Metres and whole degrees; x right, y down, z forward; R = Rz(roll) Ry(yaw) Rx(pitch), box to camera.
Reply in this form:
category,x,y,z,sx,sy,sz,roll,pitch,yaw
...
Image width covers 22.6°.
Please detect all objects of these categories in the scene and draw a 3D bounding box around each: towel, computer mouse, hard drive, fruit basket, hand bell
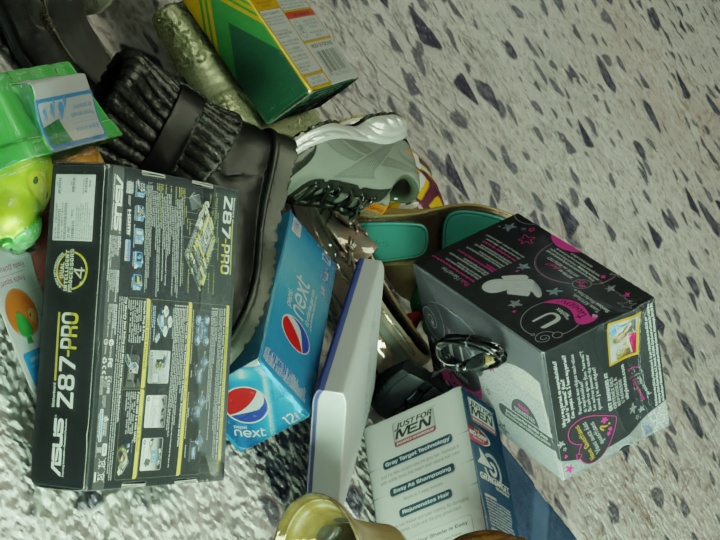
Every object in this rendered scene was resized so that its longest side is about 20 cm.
category,x,y,z,sx,sy,sz,roll,pitch,yaw
towel,-0.096,-0.162,1.515,0.149,0.036,0.200,61,22,6
computer mouse,0.059,0.093,1.469,0.059,0.200,0.034,36,62,-9
towel,0.136,0.231,1.614,0.200,0.048,0.112,53,24,-20
hard drive,-0.011,0.096,1.399,0.200,0.025,0.132,-73,169,-60
fruit basket,-0.197,-0.035,1.175,0.201,0.094,0.185,64,23,0
hand bell,0.045,0.208,1.296,0.199,0.104,0.104,3,58,-40

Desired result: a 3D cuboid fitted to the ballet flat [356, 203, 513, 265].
category,x,y,z,sx,sy,sz,roll,pitch,yaw
ballet flat,0.063,-0.034,1.631,0.063,0.199,0.069,-128,-136,-69

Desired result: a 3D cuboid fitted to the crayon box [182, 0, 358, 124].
category,x,y,z,sx,sy,sz,roll,pitch,yaw
crayon box,-0.093,-0.222,1.484,0.200,0.052,0.126,57,21,1

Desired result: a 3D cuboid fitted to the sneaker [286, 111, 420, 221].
category,x,y,z,sx,sy,sz,roll,pitch,yaw
sneaker,-0.018,-0.078,1.479,0.200,0.074,0.080,-16,78,-47

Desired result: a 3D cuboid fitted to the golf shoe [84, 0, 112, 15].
category,x,y,z,sx,sy,sz,roll,pitch,yaw
golf shoe,-0.199,-0.261,1.460,0.097,0.078,0.200,49,26,-40

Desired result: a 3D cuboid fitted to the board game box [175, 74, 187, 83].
category,x,y,z,sx,sy,sz,roll,pitch,yaw
board game box,-0.130,-0.090,1.446,0.126,0.035,0.200,56,23,-9

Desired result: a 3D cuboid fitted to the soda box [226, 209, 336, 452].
category,x,y,z,sx,sy,sz,roll,pitch,yaw
soda box,-0.071,0.043,1.373,0.064,0.068,0.200,50,25,-23

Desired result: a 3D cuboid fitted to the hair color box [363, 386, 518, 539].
category,x,y,z,sx,sy,sz,roll,pitch,yaw
hair color box,0.069,0.204,1.423,0.060,0.100,0.201,34,38,-47

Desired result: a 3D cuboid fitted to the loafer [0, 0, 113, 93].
category,x,y,z,sx,sy,sz,roll,pitch,yaw
loafer,-0.230,-0.194,1.314,0.200,0.072,0.073,46,26,-33

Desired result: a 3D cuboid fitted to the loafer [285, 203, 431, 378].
category,x,y,z,sx,sy,sz,roll,pitch,yaw
loafer,0.000,0.000,1.543,0.201,0.063,0.072,66,26,-12

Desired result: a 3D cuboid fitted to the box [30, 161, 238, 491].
category,x,y,z,sx,sy,sz,roll,pitch,yaw
box,-0.140,0.037,1.155,0.161,0.049,0.201,6,87,-61

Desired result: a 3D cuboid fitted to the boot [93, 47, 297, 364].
category,x,y,z,sx,sy,sz,roll,pitch,yaw
boot,-0.142,-0.040,1.301,0.158,0.079,0.212,25,62,-29

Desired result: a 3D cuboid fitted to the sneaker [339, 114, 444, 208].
category,x,y,z,sx,sy,sz,roll,pitch,yaw
sneaker,0.026,-0.078,1.707,0.200,0.075,0.090,24,37,-54

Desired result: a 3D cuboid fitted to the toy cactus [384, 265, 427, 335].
category,x,y,z,sx,sy,sz,roll,pitch,yaw
toy cactus,0.072,0.038,1.680,0.165,0.102,0.200,47,22,16

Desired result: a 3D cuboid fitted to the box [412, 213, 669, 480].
category,x,y,z,sx,sy,sz,roll,pitch,yaw
box,0.146,0.061,1.489,0.200,0.114,0.133,38,-34,53
